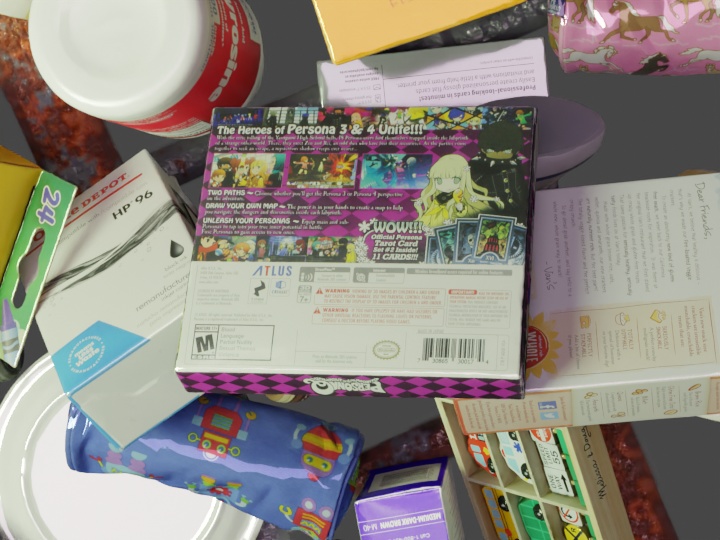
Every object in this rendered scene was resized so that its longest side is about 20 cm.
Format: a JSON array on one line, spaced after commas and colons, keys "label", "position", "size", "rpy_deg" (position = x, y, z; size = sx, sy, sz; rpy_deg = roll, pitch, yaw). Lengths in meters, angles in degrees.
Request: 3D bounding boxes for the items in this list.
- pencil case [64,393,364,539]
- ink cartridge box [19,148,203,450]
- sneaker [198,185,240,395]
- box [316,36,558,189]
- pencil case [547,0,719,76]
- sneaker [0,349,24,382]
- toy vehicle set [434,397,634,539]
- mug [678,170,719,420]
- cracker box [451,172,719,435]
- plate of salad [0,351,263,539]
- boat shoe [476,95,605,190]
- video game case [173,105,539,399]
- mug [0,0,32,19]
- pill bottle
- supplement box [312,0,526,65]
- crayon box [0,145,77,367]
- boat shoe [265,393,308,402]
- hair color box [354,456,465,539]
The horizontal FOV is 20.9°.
[{"label": "pencil case", "position": [-0.095, 0.120, 1.291], "size": [0.200, 0.087, 0.078], "rpy_deg": [16, 62, 2]}, {"label": "ink cartridge box", "position": [-0.152, 0.004, 1.257], "size": [0.116, 0.200, 0.068], "rpy_deg": [-35, 133, 3]}, {"label": "sneaker", "position": [-0.077, -0.017, 1.322], "size": [0.080, 0.088, 0.200], "rpy_deg": [7, 101, -39]}, {"label": "box", "position": [0.057, -0.051, 1.323], "size": [0.156, 0.041, 0.200], "rpy_deg": [-5, 96, 7]}, {"label": "pencil case", "position": [0.222, -0.174, 1.273], "size": [0.200, 0.087, 0.083], "rpy_deg": [-1, 64, 6]}, {"label": "sneaker", "position": [-0.316, -0.005, 1.349], "size": [0.114, 0.076, 0.200], "rpy_deg": [-18, 91, 11]}, {"label": "toy vehicle set", "position": [0.108, 0.113, 1.270], "size": [0.026, 0.124, 0.200], "rpy_deg": [-34, 115, -32]}, {"label": "mug", "position": [0.217, 0.015, 1.247], "size": [0.186, 0.149, 0.153], "rpy_deg": [14, 89, -31]}, {"label": "cracker box", "position": [0.152, 0.019, 1.149], "size": [0.200, 0.058, 0.134], "rpy_deg": [-5, 60, 9]}, {"label": "plate of salad", "position": [-0.161, 0.140, 1.360], "size": [0.200, 0.048, 0.200], "rpy_deg": [0, 95, 4]}, {"label": "boat shoe", "position": [0.068, -0.055, 1.248], "size": [0.200, 0.074, 0.065], "rpy_deg": [-19, 135, -24]}, {"label": "video game case", "position": [0.001, -0.013, 1.140], "size": [0.200, 0.036, 0.182], "rpy_deg": [0, 62, 9]}, {"label": "mug", "position": [-0.205, -0.243, 1.285], "size": [0.186, 0.149, 0.153], "rpy_deg": [25, 106, 10]}, {"label": "pill bottle", "position": [-0.126, -0.144, 1.248], "size": [0.112, 0.200, 0.112], "rpy_deg": [0, 89, 12]}, {"label": "supplement box", "position": [0.038, -0.186, 1.230], "size": [0.126, 0.200, 0.074], "rpy_deg": [-18, 97, 7]}, {"label": "crayon box", "position": [-0.282, -0.034, 1.256], "size": [0.200, 0.052, 0.126], "rpy_deg": [26, 100, 35]}, {"label": "boat shoe", "position": [0.000, 0.000, 1.276], "size": [0.072, 0.072, 0.200], "rpy_deg": [25, 83, -23]}, {"label": "hair color box", "position": [0.047, 0.236, 1.316], "size": [0.065, 0.109, 0.200], "rpy_deg": [-12, 93, 6]}]
